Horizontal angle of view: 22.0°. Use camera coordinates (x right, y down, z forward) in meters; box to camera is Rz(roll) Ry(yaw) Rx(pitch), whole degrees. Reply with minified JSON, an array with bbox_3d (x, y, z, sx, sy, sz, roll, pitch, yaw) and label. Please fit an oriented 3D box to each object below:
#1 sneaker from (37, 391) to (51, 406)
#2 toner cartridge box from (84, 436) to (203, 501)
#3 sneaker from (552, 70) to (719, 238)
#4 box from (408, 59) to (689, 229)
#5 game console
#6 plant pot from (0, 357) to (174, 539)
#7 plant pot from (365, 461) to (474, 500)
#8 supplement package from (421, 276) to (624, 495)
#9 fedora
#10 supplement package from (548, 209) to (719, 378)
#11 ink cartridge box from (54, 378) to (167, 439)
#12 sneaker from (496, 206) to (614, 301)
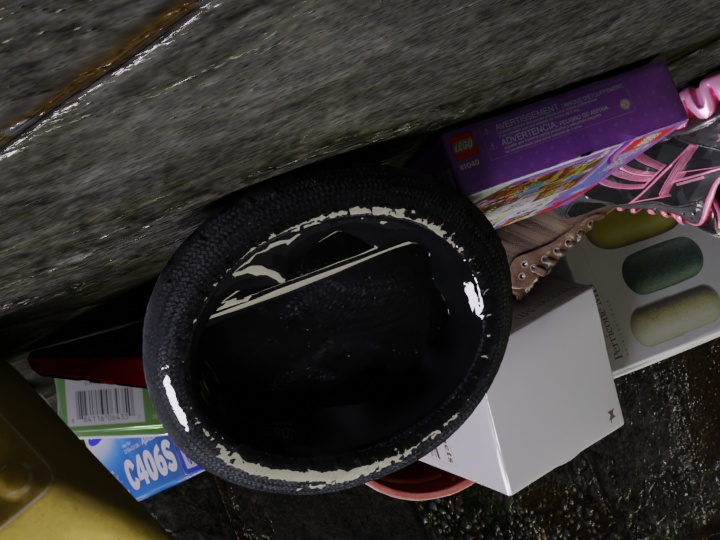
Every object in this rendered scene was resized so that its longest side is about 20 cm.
[{"bbox_3d":[-0.283,0.125,1.316,0.088,0.075,0.200,-10,171,15],"label":"sneaker"},{"bbox_3d":[-0.199,0.160,1.734,0.043,0.095,0.200,-17,172,-31],"label":"toner cartridge box"},{"bbox_3d":[0.200,-0.059,1.187,0.079,0.096,0.200,-18,175,-42],"label":"sneaker"},{"bbox_3d":[0.087,-0.056,1.064,0.137,0.039,0.200,-19,174,-16],"label":"box"},{"bbox_3d":[-0.085,0.039,1.180,0.177,0.031,0.200,3,-168,44],"label":"game console"},{"bbox_3d":[-0.218,0.157,1.033,0.195,0.194,0.200,-40,151,-16],"label":"plant pot"},{"bbox_3d":[0.036,0.124,1.877,0.200,0.201,0.195,-20,-178,-13],"label":"plant pot"},{"bbox_3d":[0.082,0.071,1.407,0.121,0.120,0.200,-27,-157,-29],"label":"supplement package"},{"bbox_3d":[-0.024,0.020,0.975,0.200,0.201,0.092,-20,-153,-13],"label":"fedora"},{"bbox_3d":[0.209,0.004,1.494,0.200,0.152,0.151,-18,173,-30],"label":"supplement package"},{"bbox_3d":[-0.131,0.084,1.330,0.104,0.059,0.200,-4,178,16],"label":"ink cartridge box"},{"bbox_3d":[0.120,-0.019,1.338,0.200,0.076,0.070,-21,174,0],"label":"sneaker"}]
